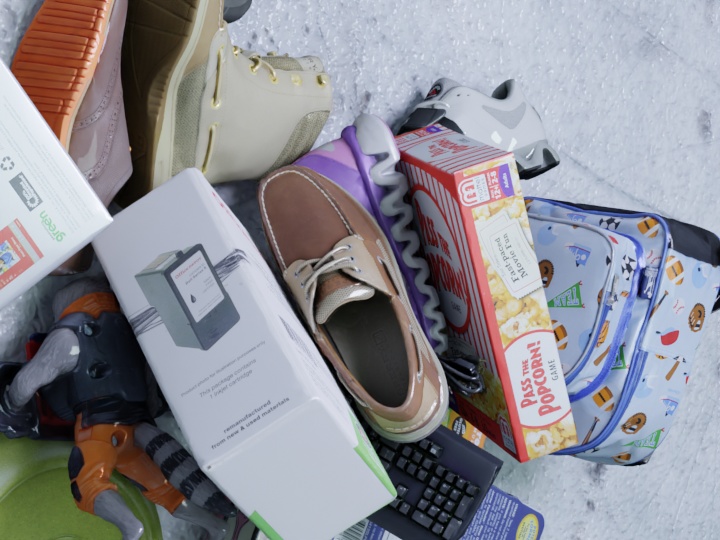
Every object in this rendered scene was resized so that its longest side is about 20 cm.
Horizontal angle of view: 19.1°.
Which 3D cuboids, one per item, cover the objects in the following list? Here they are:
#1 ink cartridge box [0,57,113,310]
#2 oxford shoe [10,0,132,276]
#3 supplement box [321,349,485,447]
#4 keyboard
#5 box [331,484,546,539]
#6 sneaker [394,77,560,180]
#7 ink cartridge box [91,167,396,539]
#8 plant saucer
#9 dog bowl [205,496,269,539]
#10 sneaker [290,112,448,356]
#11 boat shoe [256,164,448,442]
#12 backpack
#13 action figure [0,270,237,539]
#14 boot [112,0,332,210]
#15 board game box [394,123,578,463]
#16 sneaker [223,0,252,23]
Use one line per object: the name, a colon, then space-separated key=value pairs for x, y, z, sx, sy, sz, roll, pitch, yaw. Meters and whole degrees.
ink cartridge box: x=-0.271 y=-0.058 z=1.211 sx=0.175 sy=0.084 sz=0.201 roll=-38 pitch=111 yaw=-14
oxford shoe: x=-0.177 y=-0.095 z=1.342 sx=0.073 sy=0.071 sz=0.202 roll=15 pitch=92 yaw=-46
supplement box: x=0.006 y=0.089 z=1.521 sx=0.199 sy=0.069 sz=0.067 roll=25 pitch=77 yaw=-43
keyboard: x=0.005 y=0.088 z=1.399 sx=0.128 sy=0.199 sz=0.021 roll=-60 pitch=158 yaw=-3
box: x=0.042 y=0.188 z=1.474 sx=0.200 sy=0.032 sz=0.122 roll=33 pitch=73 yaw=-39
sneaker: x=0.052 y=-0.091 z=1.562 sx=0.199 sy=0.074 sz=0.089 roll=-18 pitch=86 yaw=-40
ink cartridge box: x=-0.073 y=0.057 z=1.325 sx=0.084 sy=0.201 sz=0.146 roll=-32 pitch=144 yaw=3
plant saucer: x=-0.196 y=0.194 z=1.359 sx=0.199 sy=0.031 sz=0.202 roll=-3 pitch=94 yaw=-44
dog bowl: x=-0.027 y=0.209 z=1.485 sx=0.199 sy=0.073 sz=0.202 roll=-6 pitch=98 yaw=-42
sneaker: x=0.000 y=0.000 z=1.450 sx=0.088 sy=0.080 sz=0.202 roll=-18 pitch=96 yaw=-11
boat shoe: x=-0.007 y=0.014 z=1.363 sx=0.075 sy=0.201 sz=0.072 roll=-34 pitch=163 yaw=3
backpack: x=0.165 y=0.046 z=1.595 sx=0.153 sy=0.199 sz=0.192 roll=6 pitch=94 yaw=-38
action figure: x=-0.135 y=0.088 z=1.343 sx=0.199 sy=0.104 sz=0.194 roll=-4 pitch=63 yaw=-51
boot: x=-0.083 y=-0.140 z=1.393 sx=0.155 sy=0.073 sz=0.201 roll=-12 pitch=123 yaw=-43
board game box: x=0.079 y=0.011 z=1.439 sx=0.046 sy=0.151 sz=0.201 roll=-18 pitch=105 yaw=-13
sneaker: x=-0.122 y=-0.231 z=1.367 sx=0.200 sy=0.090 sz=0.067 roll=49 pitch=61 yaw=-33
